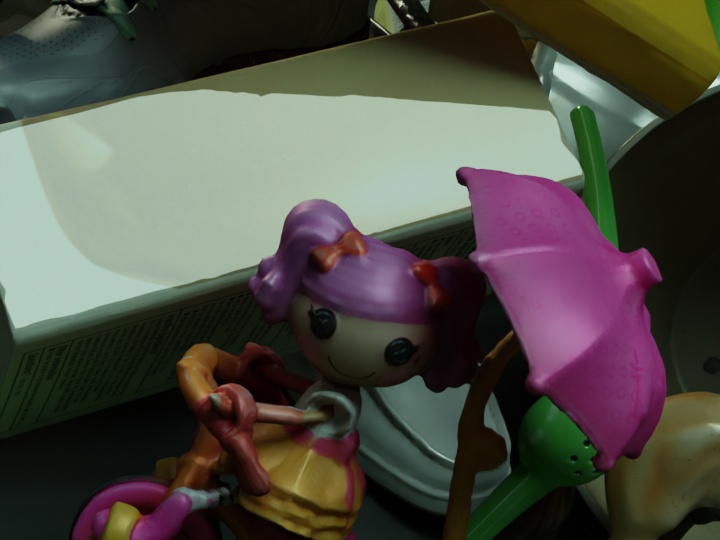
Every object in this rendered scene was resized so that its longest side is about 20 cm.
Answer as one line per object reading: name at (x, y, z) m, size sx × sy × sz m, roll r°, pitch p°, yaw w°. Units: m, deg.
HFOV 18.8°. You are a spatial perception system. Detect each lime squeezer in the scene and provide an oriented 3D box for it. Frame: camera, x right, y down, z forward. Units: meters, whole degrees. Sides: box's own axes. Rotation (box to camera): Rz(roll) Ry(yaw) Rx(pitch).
lime squeezer at (0.070, 0.033, 0.746) m, size 0.038 × 0.071 × 0.201 m, roll 26°, pitch 75°, yaw -20°

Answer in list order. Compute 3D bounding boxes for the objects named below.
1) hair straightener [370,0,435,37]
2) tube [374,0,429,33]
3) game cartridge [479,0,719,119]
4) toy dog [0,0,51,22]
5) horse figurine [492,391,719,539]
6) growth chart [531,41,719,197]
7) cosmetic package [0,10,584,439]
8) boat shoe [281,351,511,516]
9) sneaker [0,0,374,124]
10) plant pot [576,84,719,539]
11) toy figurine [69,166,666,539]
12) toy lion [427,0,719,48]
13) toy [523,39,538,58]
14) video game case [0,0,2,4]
hair straightener at (-0.005, -0.097, 0.926) m, size 0.041 × 0.077 × 0.200 m, roll 40°, pitch 12°, yaw -43°
tube at (0.037, -0.053, 0.911) m, size 0.052 × 0.058 × 0.200 m, roll -5°, pitch 39°, yaw -1°
game cartridge at (0.030, -0.158, 0.733) m, size 0.200 × 0.032 × 0.177 m, roll 30°, pitch 34°, yaw -30°
toy dog at (-0.085, -0.201, 0.881) m, size 0.139 × 0.194 × 0.200 m, roll 15°, pitch 49°, yaw -10°
horse figurine at (0.136, 0.089, 0.754) m, size 0.199 × 0.133 × 0.050 m, roll 8°, pitch 7°, yaw 3°
growth chart at (0.137, -0.084, 1.009) m, size 0.144 × 0.018 × 0.200 m, roll 32°, pitch 56°, yaw -7°
cosmetic package at (-0.039, -0.015, 0.718) m, size 0.199 × 0.105 × 0.071 m, roll -15°, pitch 73°, yaw -24°
boat shoe at (0.000, 0.000, 0.816) m, size 0.071 × 0.069 × 0.200 m, roll -9°, pitch 54°, yaw -42°
sneaker at (-0.071, -0.098, 0.759) m, size 0.074 × 0.088 × 0.200 m, roll 24°, pitch 28°, yaw 34°
plant pot at (0.169, 0.028, 0.843) m, size 0.200 × 0.200 × 0.134 m, roll 38°, pitch 3°, yaw 5°
toy figurine at (0.005, 0.052, 0.639) m, size 0.199 × 0.185 × 0.150 m, roll 22°, pitch 12°, yaw 3°
toy lion at (0.134, -0.119, 0.891) m, size 0.191 × 0.069 × 0.200 m, roll 14°, pitch 16°, yaw 9°
toy at (0.085, -0.147, 1.063) m, size 0.200 × 0.047 × 0.115 m, roll 43°, pitch 39°, yaw 13°
video game case at (-0.160, -0.164, 0.782) m, size 0.025 × 0.181 × 0.200 m, roll 12°, pitch 41°, yaw -40°
